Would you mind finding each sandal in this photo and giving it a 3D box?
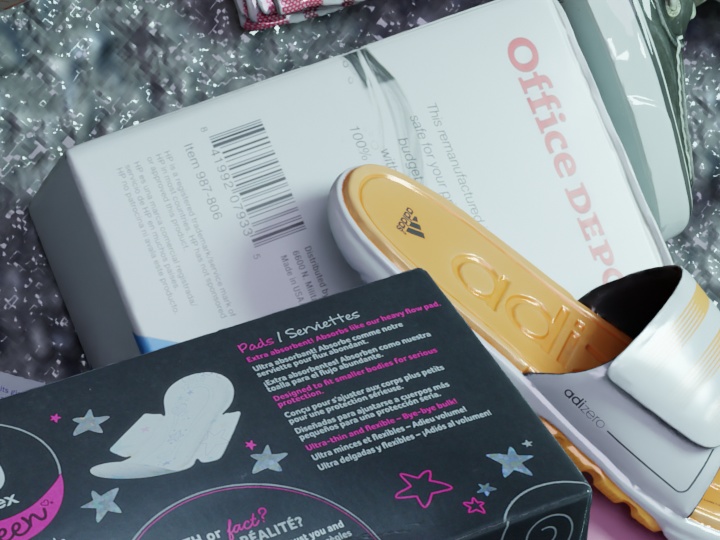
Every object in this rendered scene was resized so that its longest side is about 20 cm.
[{"bbox_3d":[0.082,0.021,0.979,0.206,0.059,0.079,36,35,-6],"label":"sandal"}]

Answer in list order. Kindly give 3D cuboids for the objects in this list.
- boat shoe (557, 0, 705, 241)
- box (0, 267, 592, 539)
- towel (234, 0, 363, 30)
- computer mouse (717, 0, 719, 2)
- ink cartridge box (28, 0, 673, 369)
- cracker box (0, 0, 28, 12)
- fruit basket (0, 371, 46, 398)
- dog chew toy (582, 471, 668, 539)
[{"bbox_3d":[0.101,-0.109,1.095,0.063,0.071,0.201,-22,104,-20],"label":"boat shoe"},{"bbox_3d":[-0.045,0.104,0.880,0.199,0.133,0.115,-17,46,-20],"label":"box"},{"bbox_3d":[0.023,-0.183,1.133,0.199,0.030,0.147,-16,82,-22],"label":"towel"},{"bbox_3d":[0.165,-0.132,1.139,0.109,0.044,0.201,-11,79,-46],"label":"computer mouse"},{"bbox_3d":[0.000,0.000,1.051,0.199,0.084,0.145,-20,84,-20],"label":"ink cartridge box"},{"bbox_3d":[-0.181,-0.140,0.974,0.058,0.199,0.135,3,73,-57],"label":"cracker box"},{"bbox_3d":[-0.199,0.113,0.975,0.184,0.094,0.201,15,58,-14],"label":"fruit basket"},{"bbox_3d":[0.109,0.138,1.017,0.199,0.125,0.125,19,72,4],"label":"dog chew toy"}]
